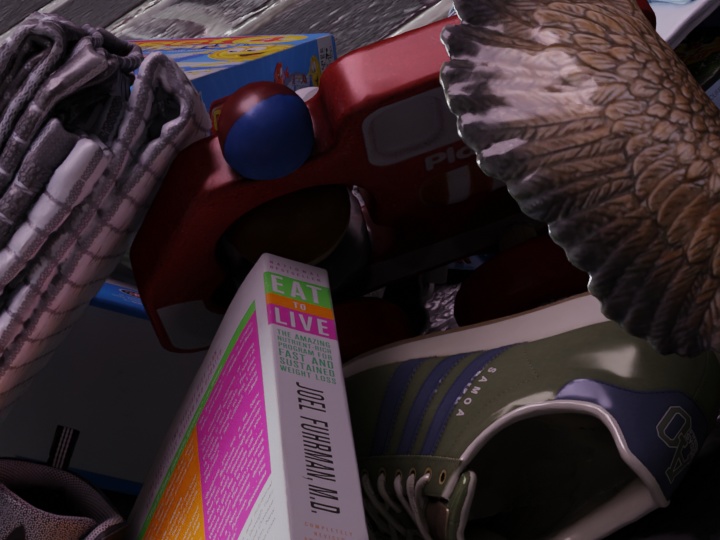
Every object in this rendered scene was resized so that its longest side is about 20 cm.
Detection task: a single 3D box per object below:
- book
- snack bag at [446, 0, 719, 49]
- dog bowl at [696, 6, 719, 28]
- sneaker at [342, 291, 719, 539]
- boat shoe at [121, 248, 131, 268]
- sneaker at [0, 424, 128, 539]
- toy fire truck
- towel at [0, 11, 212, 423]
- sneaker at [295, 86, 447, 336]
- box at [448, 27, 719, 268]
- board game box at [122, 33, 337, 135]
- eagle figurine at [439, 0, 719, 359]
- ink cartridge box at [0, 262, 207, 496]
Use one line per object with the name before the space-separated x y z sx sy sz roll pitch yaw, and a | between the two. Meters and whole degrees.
book | -0.038 0.096 0.697 0.200 0.048 0.134 -99 28 -62
snack bag | 0.097 -0.126 0.990 0.200 0.021 0.188 -45 28 -17
dog bowl | 0.181 -0.186 1.130 0.200 0.079 0.200 -27 20 11
sneaker | 0.034 0.069 0.755 0.200 0.067 0.090 -23 28 32
boat shoe | -0.095 -0.014 1.124 0.200 0.074 0.060 3 48 45
sneaker | -0.138 0.134 0.758 0.200 0.075 0.114 -78 13 -59
toy fire truck | 0.010 -0.035 0.806 0.200 0.168 0.112 -18 63 -3
towel | -0.142 -0.007 0.804 0.200 0.086 0.166 -54 3 1
sneaker | 0.000 0.000 0.940 0.082 0.075 0.200 -11 50 12
box | 0.084 -0.055 0.996 0.137 0.038 0.200 -42 23 -26
board game box | -0.134 -0.073 1.047 0.200 0.056 0.196 0 12 18
eagle figurine | 0.131 -0.034 0.667 0.152 0.200 0.151 -39 22 -22
ink cartridge box | -0.166 0.030 1.003 0.200 0.146 0.084 23 98 67
